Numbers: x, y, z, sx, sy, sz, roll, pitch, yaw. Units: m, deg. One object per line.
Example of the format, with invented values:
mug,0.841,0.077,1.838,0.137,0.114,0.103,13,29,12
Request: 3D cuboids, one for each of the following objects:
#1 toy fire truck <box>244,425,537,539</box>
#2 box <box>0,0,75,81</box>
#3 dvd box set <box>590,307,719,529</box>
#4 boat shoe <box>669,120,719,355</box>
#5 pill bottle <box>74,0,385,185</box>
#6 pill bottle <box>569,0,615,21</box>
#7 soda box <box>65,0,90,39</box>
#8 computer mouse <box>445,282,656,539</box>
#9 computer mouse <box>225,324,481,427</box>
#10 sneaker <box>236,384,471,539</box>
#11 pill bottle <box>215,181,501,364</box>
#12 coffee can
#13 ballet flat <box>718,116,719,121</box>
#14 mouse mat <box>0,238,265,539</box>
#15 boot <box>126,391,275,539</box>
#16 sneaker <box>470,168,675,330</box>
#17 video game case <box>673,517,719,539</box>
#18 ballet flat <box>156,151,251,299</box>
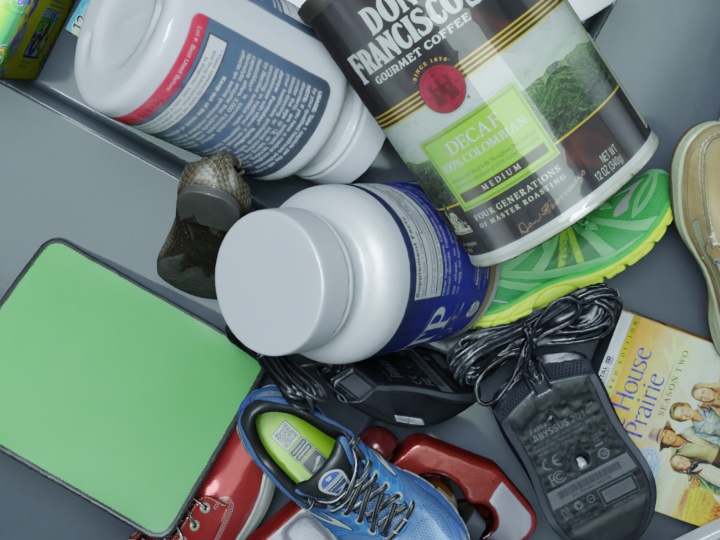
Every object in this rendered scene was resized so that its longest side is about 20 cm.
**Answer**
toy fire truck,0.027,0.212,0.840,0.200,0.112,0.168,-41,101,2
box,-0.280,-0.262,0.742,0.199,0.122,0.194,29,96,-7
dvd box set,0.270,0.127,0.884,0.198,0.029,0.148,20,97,-7
boat shoe,0.283,-0.011,0.794,0.071,0.076,0.201,-26,112,-5
pill bottle,-0.078,-0.129,0.744,0.199,0.119,0.120,22,99,-41
pill bottle,0.104,-0.264,0.769,0.114,0.114,0.201,-30,99,2
soda box,-0.130,-0.238,0.785,0.068,0.064,0.201,31,95,-8
computer mouse,0.159,0.116,0.831,0.137,0.053,0.201,-23,100,3
computer mouse,-0.012,0.073,0.828,0.199,0.140,0.046,6,116,-43
sneaker,-0.010,0.155,0.765,0.199,0.089,0.079,34,87,6
pill bottle,0.000,0.000,0.750,0.119,0.199,0.121,4,97,36
coffee can,0.076,-0.125,0.702,0.146,0.146,0.201,-36,99,3
ballet flat,0.308,-0.088,0.832,0.070,0.067,0.202,-21,101,-6
mouse mat,-0.187,0.082,0.807,0.199,0.008,0.162,29,64,3
boot,-0.138,0.185,0.807,0.072,0.144,0.202,25,97,26
sneaker,0.150,-0.027,0.830,0.199,0.074,0.084,-28,104,2
video game case,0.279,0.314,0.906,0.142,0.018,0.201,-27,105,6
ballet flat,-0.106,-0.029,0.768,0.067,0.200,0.047,14,66,-5
